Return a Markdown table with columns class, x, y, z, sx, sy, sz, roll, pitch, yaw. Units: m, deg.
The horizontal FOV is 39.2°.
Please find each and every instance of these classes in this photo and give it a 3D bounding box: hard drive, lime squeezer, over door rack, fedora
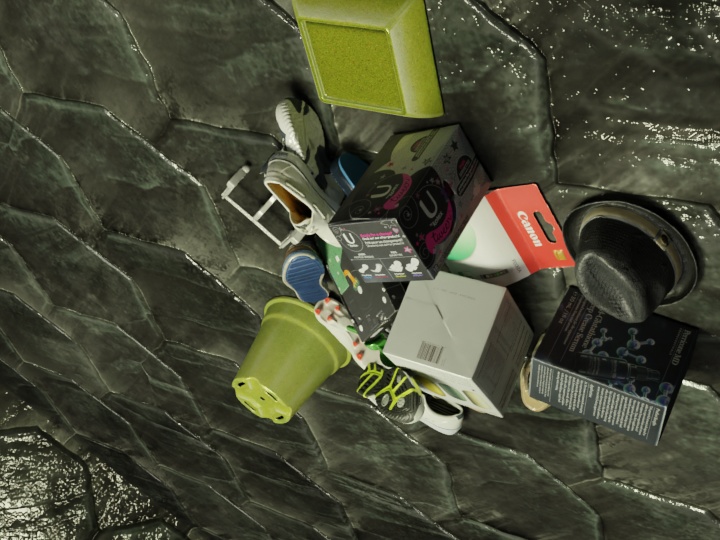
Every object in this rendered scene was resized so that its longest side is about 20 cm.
| class | x | y | z | sx | sy | sz | roll | pitch | yaw |
| --- | --- | --- | --- | --- | --- | --- | --- | --- | --- |
| hard drive | 0.000 | 0.000 | 1.634 | 0.200 | 0.038 | 0.140 | 63 | 148 | 14 |
| lime squeezer | 0.039 | 0.134 | 1.685 | 0.200 | 0.038 | 0.071 | 43 | 174 | 31 |
| over door rack | -0.151 | -0.107 | 1.666 | 0.148 | 0.067 | 0.200 | 40 | 171 | -8 |
| fedora | 0.350 | 0.001 | 1.366 | 0.200 | 0.092 | 0.201 | 24 | 146 | 17 |

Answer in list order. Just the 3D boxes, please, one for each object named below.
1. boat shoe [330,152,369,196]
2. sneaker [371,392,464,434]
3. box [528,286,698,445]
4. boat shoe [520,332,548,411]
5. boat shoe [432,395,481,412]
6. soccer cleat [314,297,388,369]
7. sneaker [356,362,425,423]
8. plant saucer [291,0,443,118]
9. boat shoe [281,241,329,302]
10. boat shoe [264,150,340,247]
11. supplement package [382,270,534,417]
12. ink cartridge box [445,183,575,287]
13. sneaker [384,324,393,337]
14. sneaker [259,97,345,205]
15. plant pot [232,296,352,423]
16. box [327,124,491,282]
| class | x | y | z | sx | sy | sz | roll | pitch | yaw |
| --- | --- | --- | --- | --- | --- | --- | --- | --- | --- |
| boat shoe | 0.016 | -0.090 | 1.550 | 0.069 | 0.084 | 0.200 | -26 | 113 | 39 |
| sneaker | 0.106 | 0.240 | 1.918 | 0.199 | 0.073 | 0.071 | 21 | 137 | 4 |
| box | 0.366 | 0.137 | 1.475 | 0.199 | 0.149 | 0.107 | 20 | 145 | 21 |
| boat shoe | 0.294 | 0.180 | 1.655 | 0.072 | 0.065 | 0.200 | 25 | 146 | 13 |
| boat shoe | 0.148 | 0.193 | 1.813 | 0.199 | 0.065 | 0.072 | 23 | 145 | 17 |
| soccer cleat | -0.005 | 0.120 | 1.833 | 0.200 | 0.069 | 0.078 | 42 | 176 | 26 |
| sneaker | 0.064 | 0.192 | 1.577 | 0.076 | 0.076 | 0.200 | 26 | -179 | -21 |
| plant saucer | 0.000 | -0.285 | 1.351 | 0.199 | 0.048 | 0.200 | 15 | 142 | 28 |
| boat shoe | -0.099 | -0.009 | 1.729 | 0.072 | 0.073 | 0.200 | -12 | 158 | -2 |
| boat shoe | -0.081 | -0.089 | 1.529 | 0.071 | 0.070 | 0.200 | 0 | 143 | 34 |
| supplement package | 0.157 | 0.112 | 1.571 | 0.151 | 0.151 | 0.200 | 15 | 163 | 28 |
| ink cartridge box | 0.199 | -0.044 | 1.486 | 0.200 | 0.050 | 0.161 | -2 | 133 | 45 |
| sneaker | 0.049 | 0.084 | 1.752 | 0.202 | 0.077 | 0.146 | 43 | 172 | 25 |
| sneaker | -0.115 | -0.177 | 1.558 | 0.129 | 0.080 | 0.199 | 0 | 144 | 29 |
| plant pot | -0.145 | 0.184 | 1.950 | 0.200 | 0.184 | 0.201 | 23 | 145 | 17 |
| box | 0.071 | -0.093 | 1.393 | 0.132 | 0.200 | 0.115 | -3 | 133 | 43 |
